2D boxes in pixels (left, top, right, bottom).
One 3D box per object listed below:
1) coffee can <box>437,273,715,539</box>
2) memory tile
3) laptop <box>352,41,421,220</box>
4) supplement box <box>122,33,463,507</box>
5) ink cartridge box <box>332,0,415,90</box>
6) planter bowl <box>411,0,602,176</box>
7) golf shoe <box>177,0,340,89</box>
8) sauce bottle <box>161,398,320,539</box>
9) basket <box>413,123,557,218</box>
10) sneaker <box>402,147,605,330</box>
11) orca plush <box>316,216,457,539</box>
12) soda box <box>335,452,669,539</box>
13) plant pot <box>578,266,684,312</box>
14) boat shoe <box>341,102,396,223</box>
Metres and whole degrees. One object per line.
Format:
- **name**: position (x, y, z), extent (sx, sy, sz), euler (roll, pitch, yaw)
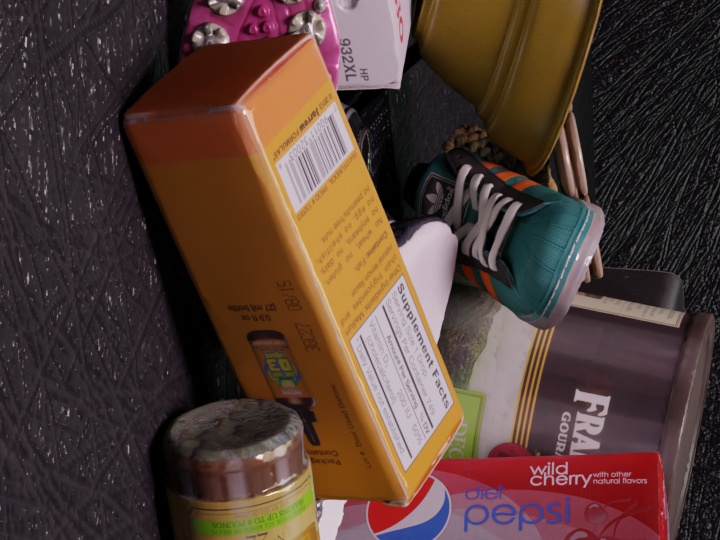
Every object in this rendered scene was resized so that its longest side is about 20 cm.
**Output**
- **coffee can**: position (0.095, 0.079, 1.058), extent (0.146, 0.198, 0.148), euler (11, 90, -75)
- **memory tile**: position (0.130, -0.070, 1.147), extent (0.200, 0.017, 0.155), euler (-19, 99, -84)
- **laptop**: position (0.046, -0.082, 1.158), extent (0.177, 0.102, 0.202), euler (-57, 142, -69)
- **supplement box**: position (-0.024, 0.004, 0.773), extent (0.069, 0.066, 0.202), euler (-48, 126, -45)
- **ink cartridge box**: position (-0.016, -0.209, 0.936), extent (0.201, 0.083, 0.146), euler (-80, 164, -47)
- **planter bowl**: position (0.076, -0.157, 0.958), extent (0.200, 0.083, 0.203), euler (-168, -90, -87)
- **golf shoe**: position (-0.043, -0.066, 0.840), extent (0.092, 0.074, 0.202), euler (-87, 178, -69)
- **sauce bottle**: position (-0.042, 0.158, 0.784), extent (0.065, 0.064, 0.202), euler (-62, 146, -67)
- **basket**: position (0.111, -0.010, 1.227), extent (0.200, 0.148, 0.144), euler (11, 100, -82)
- **sneaker**: position (0.067, -0.021, 0.961), extent (0.200, 0.079, 0.072), euler (-144, -104, -78)
- **orca plush**: position (-0.016, 0.061, 0.912), extent (0.105, 0.071, 0.202), euler (28, 74, -54)
- **soda box**: position (0.061, 0.140, 0.949), extent (0.070, 0.198, 0.064), euler (72, 19, -53)
- **plant pot**: position (0.144, 0.124, 1.393), extent (0.200, 0.198, 0.179), euler (72, 27, -52)
- **boat shoe**: position (0.000, 0.000, 0.999), extent (0.072, 0.070, 0.202), euler (59, 30, -65)
